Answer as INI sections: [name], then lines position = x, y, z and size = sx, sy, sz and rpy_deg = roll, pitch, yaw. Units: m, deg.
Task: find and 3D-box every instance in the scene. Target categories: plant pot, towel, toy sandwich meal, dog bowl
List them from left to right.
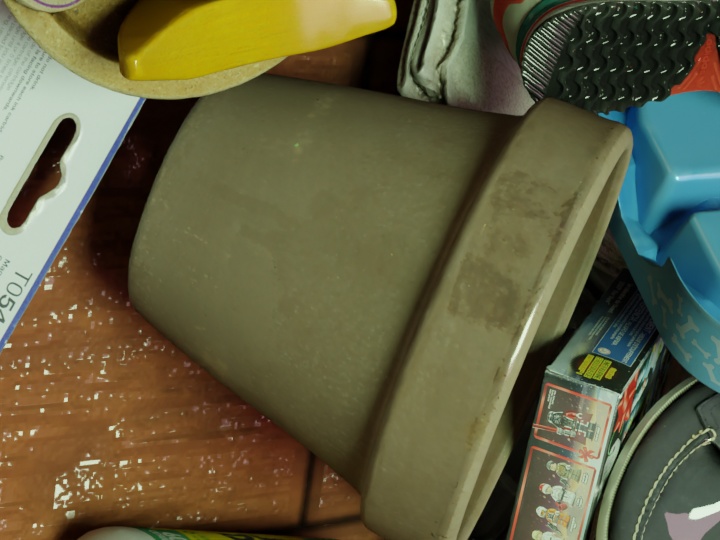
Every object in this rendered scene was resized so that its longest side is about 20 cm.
[toy sandwich meal]
position = -0.044, -0.150, 0.734
size = 0.204, 0.070, 0.207
rpy_deg = -15, 115, -33
[plant pot]
position = 0.000, 0.000, 0.864
size = 0.200, 0.173, 0.202
rpy_deg = 24, 90, -82
[towel]
position = 0.095, -0.093, 0.988
size = 0.199, 0.034, 0.134
rpy_deg = 33, 61, -41
[dog bowl]
position = 0.168, -0.022, 0.927
size = 0.110, 0.201, 0.050
rpy_deg = -5, 139, -20

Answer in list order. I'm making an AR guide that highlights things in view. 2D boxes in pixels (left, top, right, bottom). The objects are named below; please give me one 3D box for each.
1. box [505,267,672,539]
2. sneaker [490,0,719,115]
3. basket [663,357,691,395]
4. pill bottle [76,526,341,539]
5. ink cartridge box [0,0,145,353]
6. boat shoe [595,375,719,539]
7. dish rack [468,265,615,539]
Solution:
[box]
position = 0.106, 0.115, 0.990
size = 0.137, 0.040, 0.202
rpy_deg = -42, 146, -60
[sneaker]
position = 0.150, -0.119, 0.928
size = 0.198, 0.094, 0.071
rpy_deg = -3, 128, -21
[basket]
position = 0.265, 0.042, 1.077
size = 0.196, 0.161, 0.202
rpy_deg = 14, 98, -11
[pill bottle]
position = -0.044, 0.180, 0.953
size = 0.199, 0.112, 0.114
rpy_deg = 10, 99, -39
[ink cartridge box]
position = -0.186, -0.075, 0.798
size = 0.200, 0.043, 0.198
rpy_deg = 34, 84, -43
[boat shoe]
position = 0.187, 0.074, 0.926
size = 0.200, 0.063, 0.073
rpy_deg = -40, 109, -22
[dish rack]
position = 0.051, 0.043, 1.025
size = 0.172, 0.043, 0.200
rpy_deg = -53, 130, -10
